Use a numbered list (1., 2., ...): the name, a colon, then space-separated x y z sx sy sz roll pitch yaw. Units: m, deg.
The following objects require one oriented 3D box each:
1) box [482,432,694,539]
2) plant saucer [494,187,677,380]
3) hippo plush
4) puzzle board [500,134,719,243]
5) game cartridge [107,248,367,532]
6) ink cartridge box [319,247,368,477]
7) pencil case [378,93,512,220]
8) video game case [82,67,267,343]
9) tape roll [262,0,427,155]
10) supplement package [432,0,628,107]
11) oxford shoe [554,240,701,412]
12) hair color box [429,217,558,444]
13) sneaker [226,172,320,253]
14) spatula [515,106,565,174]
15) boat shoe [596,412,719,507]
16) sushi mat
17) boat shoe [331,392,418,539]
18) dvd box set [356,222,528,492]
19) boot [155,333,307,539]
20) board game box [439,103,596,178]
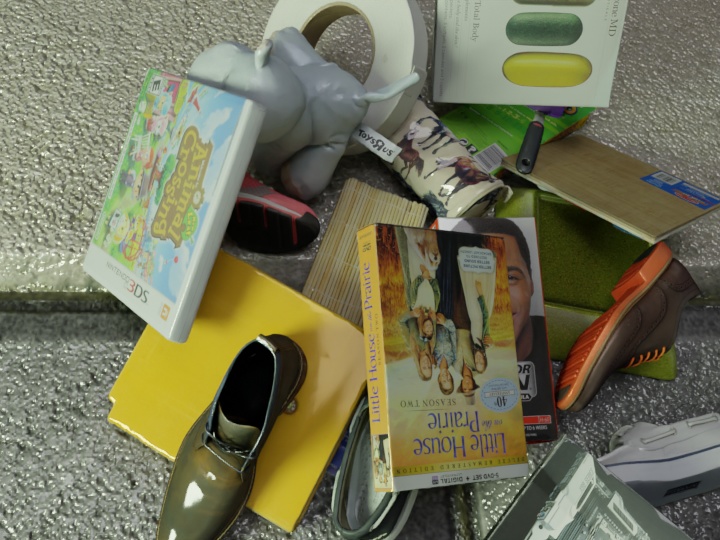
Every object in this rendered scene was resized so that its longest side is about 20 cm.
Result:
1. box: 0.192 0.255 0.610 0.199 0.050 0.159 39 91 15
2. plant saucer: 0.240 -0.002 0.815 0.194 0.048 0.204 10 58 -4
3. hippo plush: -0.080 -0.142 0.747 0.198 0.163 0.159 29 25 29
4. puzzle board: 0.269 -0.092 0.838 0.148 0.018 0.199 -19 40 -35
5. game cartridge: -0.100 0.095 0.676 0.197 0.032 0.179 28 80 10
6. ink cartridge box: -0.011 0.079 0.730 0.098 0.039 0.202 28 59 7
7. pencil case: 0.073 -0.130 0.846 0.089 0.078 0.201 -36 69 -8
8. video game case: -0.170 -0.066 0.682 0.022 0.205 0.180 16 7 -46
9. tape roll: -0.021 -0.227 0.834 0.204 0.203 0.037 51 22 21
10. supplement package: 0.181 -0.286 0.873 0.194 0.155 0.152 3 35 4
11. oxford shoe: 0.250 0.062 0.717 0.072 0.071 0.200 41 69 5
12. hair color box: 0.116 0.057 0.720 0.099 0.061 0.206 -1 75 -10
13. sneaker: -0.131 -0.084 0.787 0.195 0.074 0.088 15 56 0
14. spatula: 0.201 -0.169 0.885 0.055 0.021 0.202 23 44 4
15. boat shoe: 0.257 0.173 0.706 0.195 0.075 0.066 -4 47 -19
16. sushi mat: 0.000 0.000 0.751 0.093 0.012 0.203 18 57 2
17. boat shoe: 0.031 0.127 0.649 0.074 0.060 0.205 8 76 28
18. dvd box set: 0.068 0.069 0.633 0.143 0.029 0.206 5 75 -33
19. boot: -0.111 0.135 0.602 0.073 0.097 0.203 25 79 9
20. board game box: 0.186 -0.179 0.926 0.198 0.030 0.096 -33 70 -23
